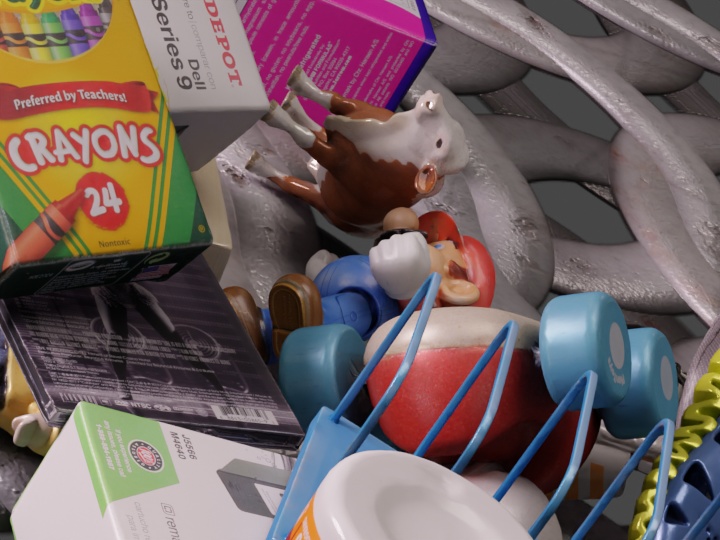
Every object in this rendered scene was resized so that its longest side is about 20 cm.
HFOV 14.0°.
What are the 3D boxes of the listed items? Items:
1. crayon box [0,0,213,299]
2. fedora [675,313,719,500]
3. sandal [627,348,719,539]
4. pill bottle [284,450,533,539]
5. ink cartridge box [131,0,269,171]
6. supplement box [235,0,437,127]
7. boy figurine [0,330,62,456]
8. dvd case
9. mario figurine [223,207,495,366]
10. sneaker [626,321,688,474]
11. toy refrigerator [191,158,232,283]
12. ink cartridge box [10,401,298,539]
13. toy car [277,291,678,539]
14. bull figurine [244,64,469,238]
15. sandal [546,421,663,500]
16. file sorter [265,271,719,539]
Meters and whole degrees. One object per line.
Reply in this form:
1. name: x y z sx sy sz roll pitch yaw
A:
1. crayon box: -0.166 -0.089 1.500 0.126 0.051 0.201 -8 71 -41
2. fedora: 0.243 0.099 1.764 0.090 0.177 0.201 8 70 -12
3. sandal: 0.206 0.125 1.627 0.087 0.080 0.200 20 54 17
4. pill bottle: -0.011 0.187 1.287 0.114 0.201 0.114 25 28 -14
5. ink cartridge box: -0.166 -0.132 1.621 0.199 0.087 0.146 -3 68 -43
6. supplement box: -0.064 -0.174 1.979 0.199 0.104 0.101 22 28 -23
7. boy figurine: -0.160 0.057 1.515 0.199 0.065 0.125 21 25 -15
8. dvd case: -0.128 0.019 1.524 0.148 0.016 0.200 8 34 -35
9. mario figurine: 0.000 0.000 1.732 0.123 0.107 0.199 32 28 32
10. sneaker: 0.179 0.079 1.829 0.199 0.080 0.074 16 28 -32
11. toy refrigerator: -0.131 -0.049 1.727 0.075 0.070 0.200 14 30 -19
12. ink cartridge box: -0.054 0.159 1.423 0.199 0.084 0.146 16 31 -30
13. toy car: 0.067 0.129 1.580 0.177 0.183 0.201 30 56 -64
14. bull figurine: -0.002 -0.071 1.815 0.121 0.200 0.065 32 71 1
15. sandal: 0.096 0.102 1.732 0.205 0.060 0.079 13 8 7
16. file sorter: 0.077 0.114 1.415 0.199 0.123 0.139 32 25 -5
